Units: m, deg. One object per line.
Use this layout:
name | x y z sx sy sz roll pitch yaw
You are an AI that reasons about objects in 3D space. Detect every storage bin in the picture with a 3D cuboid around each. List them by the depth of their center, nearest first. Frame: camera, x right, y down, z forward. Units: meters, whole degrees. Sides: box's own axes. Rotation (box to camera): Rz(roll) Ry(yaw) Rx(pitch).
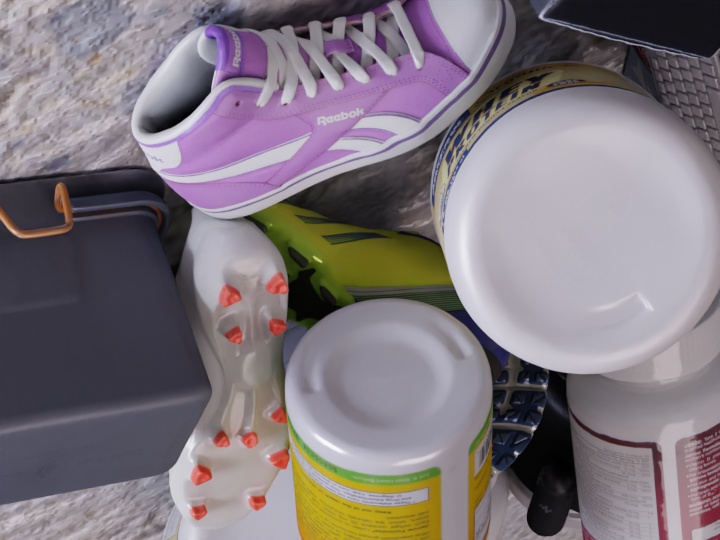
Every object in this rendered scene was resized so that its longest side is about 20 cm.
storage bin | -0.174 0.038 1.245 0.200 0.134 0.146 -9 147 -32

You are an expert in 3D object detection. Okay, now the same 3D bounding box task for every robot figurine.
robot figurine | 0.163 0.095 1.636 0.150 0.125 0.200 -16 150 -20

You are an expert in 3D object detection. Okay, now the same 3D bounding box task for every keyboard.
keyboard | 0.175 -0.115 1.297 0.011 0.056 0.200 -37 131 -17

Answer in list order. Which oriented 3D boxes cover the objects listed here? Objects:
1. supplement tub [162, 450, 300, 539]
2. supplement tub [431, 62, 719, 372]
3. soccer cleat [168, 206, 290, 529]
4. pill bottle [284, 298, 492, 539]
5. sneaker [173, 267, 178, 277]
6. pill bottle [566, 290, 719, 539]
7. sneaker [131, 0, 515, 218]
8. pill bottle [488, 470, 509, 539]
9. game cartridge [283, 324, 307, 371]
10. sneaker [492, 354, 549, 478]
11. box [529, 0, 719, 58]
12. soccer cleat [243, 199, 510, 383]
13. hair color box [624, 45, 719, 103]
supplement tub | -0.052 0.181 1.528 0.144 0.145 0.200 -21 174 -12
supplement tub | 0.112 -0.034 1.274 0.144 0.145 0.200 -29 -170 3
soccer cleat | -0.074 0.054 1.325 0.069 0.078 0.200 -8 127 -22
pill bottle | 0.018 0.118 1.339 0.111 0.111 0.200 -20 143 -13
sneaker | -0.110 0.053 1.385 0.200 0.076 0.075 -27 150 -2
pill bottle | 0.185 0.099 1.486 0.109 0.110 0.200 -19 123 -15
sneaker | -0.021 -0.100 1.213 0.200 0.073 0.114 -31 149 7
pill bottle | 0.043 0.162 1.657 0.114 0.114 0.200 -19 151 -16
game cartridge | -0.038 0.060 1.458 0.200 0.041 0.133 -30 176 5
sneaker | 0.086 0.056 1.483 0.085 0.077 0.200 94 22 -74
box | 0.131 -0.230 0.990 0.124 0.197 0.200 7 137 -45
soccer cleat | 0.000 0.001 1.362 0.200 0.084 0.065 30 140 -16
hair color box | 0.210 -0.100 1.421 0.099 0.061 0.200 -20 150 -13
